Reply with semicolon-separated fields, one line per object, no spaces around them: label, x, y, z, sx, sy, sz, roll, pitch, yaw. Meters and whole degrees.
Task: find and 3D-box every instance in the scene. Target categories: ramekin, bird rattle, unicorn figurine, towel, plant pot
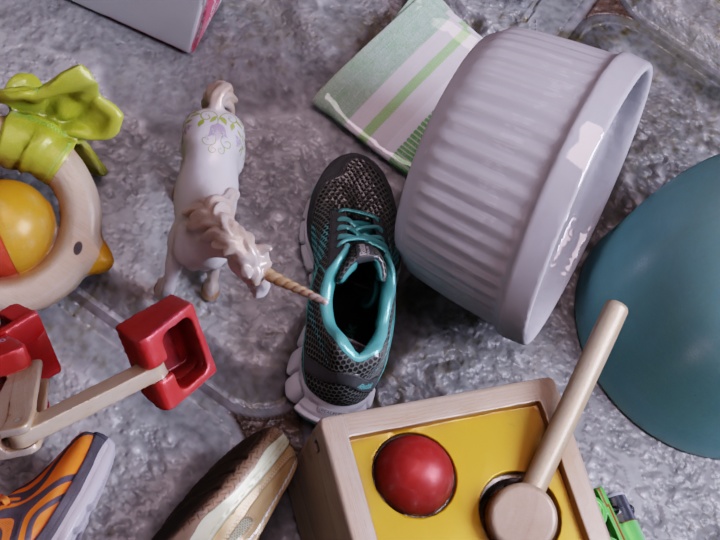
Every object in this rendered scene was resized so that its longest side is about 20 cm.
ramekin;0.103;-0.063;0.881;0.105;0.201;0.201;25;57;13
bird rattle;-0.241;-0.048;0.847;0.199;0.113;0.164;-22;87;-22
unicorn figurine;-0.093;-0.035;0.855;0.073;0.137;0.201;-6;64;-20
towel;0.085;-0.116;1.019;0.200;0.023;0.153;38;60;5
plant pot;0.271;0.009;0.926;0.199;0.161;0.202;7;61;-13

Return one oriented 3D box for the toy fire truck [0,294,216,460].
toy fire truck;-0.199;0.074;0.769;0.200;0.049;0.141;-34;31;-30

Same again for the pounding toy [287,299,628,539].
pounding toy;0.077;0.141;0.807;0.199;0.142;0.185;-8;66;-20

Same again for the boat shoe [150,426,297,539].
boat shoe;-0.093;0.185;0.787;0.076;0.072;0.200;43;67;-7

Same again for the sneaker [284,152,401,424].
sneaker;0.000;0.000;0.891;0.077;0.091;0.201;9;60;-12

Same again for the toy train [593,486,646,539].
toy train;0.184;0.229;0.854;0.056;0.042;0.201;-7;64;-31

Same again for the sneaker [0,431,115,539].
sneaker;-0.226;0.154;0.750;0.112;0.078;0.200;32;58;1

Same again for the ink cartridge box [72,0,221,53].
ink cartridge box;-0.147;-0.282;1.005;0.145;0.085;0.201;24;60;-3
